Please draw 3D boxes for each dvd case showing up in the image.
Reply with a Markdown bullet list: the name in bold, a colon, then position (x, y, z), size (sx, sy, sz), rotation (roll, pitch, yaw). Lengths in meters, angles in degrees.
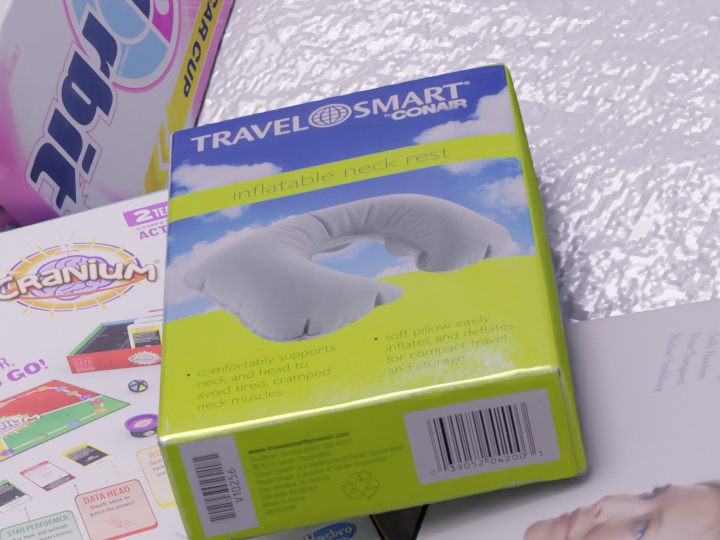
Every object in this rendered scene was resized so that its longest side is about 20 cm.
- **dvd case**: position (0.111, 0.053, 0.752), size (0.200, 0.018, 0.143), rotation (-10, 33, 26)

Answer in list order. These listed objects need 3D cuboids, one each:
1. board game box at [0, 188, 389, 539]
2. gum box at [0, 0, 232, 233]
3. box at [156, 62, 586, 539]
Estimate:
- **board game box**: position (-0.092, 0.059, 0.865), size (0.153, 0.040, 0.200), rotation (-15, 42, -13)
- **gum box**: position (-0.116, -0.090, 0.995), size (0.066, 0.114, 0.200), rotation (-7, 52, 32)
- **box**: position (0.000, 0.000, 0.833), size (0.122, 0.048, 0.200), rotation (-11, 34, 4)
